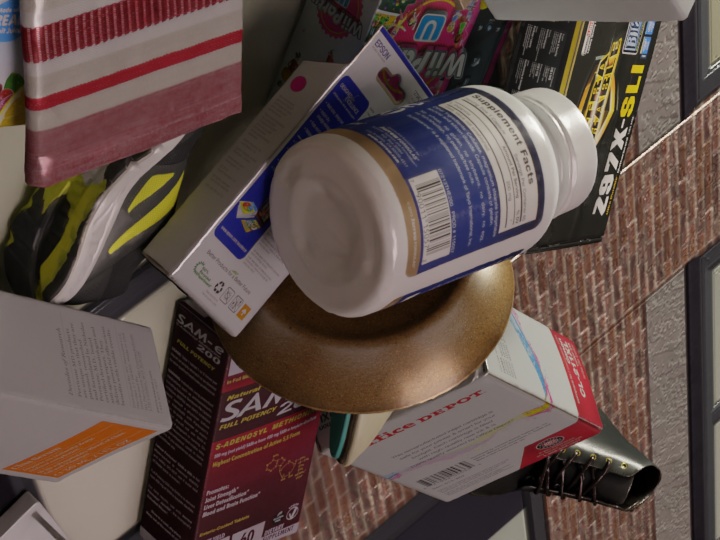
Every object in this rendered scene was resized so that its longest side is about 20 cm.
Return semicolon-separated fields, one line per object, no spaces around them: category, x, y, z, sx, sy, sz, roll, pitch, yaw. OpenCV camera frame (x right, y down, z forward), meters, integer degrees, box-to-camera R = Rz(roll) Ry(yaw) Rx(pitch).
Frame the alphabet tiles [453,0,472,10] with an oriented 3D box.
alphabet tiles;0.072;-0.289;1.417;0.167;0.008;0.201;-50;131;-33

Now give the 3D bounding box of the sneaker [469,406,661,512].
sneaker;0.163;0.159;1.918;0.199;0.106;0.075;-13;130;-45

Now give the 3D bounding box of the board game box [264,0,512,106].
board game box;0.038;-0.178;1.504;0.147;0.064;0.201;-3;123;-49

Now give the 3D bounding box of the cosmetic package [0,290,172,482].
cosmetic package;-0.214;0.067;1.370;0.101;0.072;0.200;-26;156;27

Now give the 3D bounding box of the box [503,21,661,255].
box;0.146;-0.116;1.595;0.159;0.049;0.201;-10;116;-66

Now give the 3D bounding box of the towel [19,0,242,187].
towel;-0.124;-0.153;1.245;0.144;0.023;0.201;-24;132;-35

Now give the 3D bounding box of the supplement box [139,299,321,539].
supplement box;-0.084;0.105;1.611;0.108;0.061;0.201;-19;132;-40

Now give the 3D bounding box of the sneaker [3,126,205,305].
sneaker;-0.139;-0.063;1.395;0.200;0.074;0.084;-53;153;16

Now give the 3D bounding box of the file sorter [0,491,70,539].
file sorter;-0.203;0.277;1.564;0.139;0.124;0.200;-44;146;-13

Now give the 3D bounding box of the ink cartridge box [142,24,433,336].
ink cartridge box;-0.042;-0.059;1.429;0.200;0.037;0.095;-48;146;-4

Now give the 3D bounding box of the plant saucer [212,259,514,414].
plant saucer;0.000;0.000;1.489;0.200;0.200;0.036;-37;150;-23

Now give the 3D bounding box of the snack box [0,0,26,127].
snack box;-0.183;-0.165;1.241;0.199;0.068;0.170;-10;126;-48

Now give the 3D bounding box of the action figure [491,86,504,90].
action figure;0.080;-0.053;1.643;0.118;0.054;0.201;-52;162;-39

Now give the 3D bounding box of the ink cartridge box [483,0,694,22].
ink cartridge box;0.122;-0.264;1.364;0.200;0.144;0.146;53;55;-41

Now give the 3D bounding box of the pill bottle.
pill bottle;0.050;-0.051;1.419;0.199;0.111;0.112;-21;135;-40

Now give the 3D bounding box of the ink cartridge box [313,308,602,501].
ink cartridge box;0.067;0.091;1.707;0.145;0.083;0.200;-26;153;21

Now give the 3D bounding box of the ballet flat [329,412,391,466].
ballet flat;0.018;0.035;1.593;0.069;0.069;0.202;8;85;-53
